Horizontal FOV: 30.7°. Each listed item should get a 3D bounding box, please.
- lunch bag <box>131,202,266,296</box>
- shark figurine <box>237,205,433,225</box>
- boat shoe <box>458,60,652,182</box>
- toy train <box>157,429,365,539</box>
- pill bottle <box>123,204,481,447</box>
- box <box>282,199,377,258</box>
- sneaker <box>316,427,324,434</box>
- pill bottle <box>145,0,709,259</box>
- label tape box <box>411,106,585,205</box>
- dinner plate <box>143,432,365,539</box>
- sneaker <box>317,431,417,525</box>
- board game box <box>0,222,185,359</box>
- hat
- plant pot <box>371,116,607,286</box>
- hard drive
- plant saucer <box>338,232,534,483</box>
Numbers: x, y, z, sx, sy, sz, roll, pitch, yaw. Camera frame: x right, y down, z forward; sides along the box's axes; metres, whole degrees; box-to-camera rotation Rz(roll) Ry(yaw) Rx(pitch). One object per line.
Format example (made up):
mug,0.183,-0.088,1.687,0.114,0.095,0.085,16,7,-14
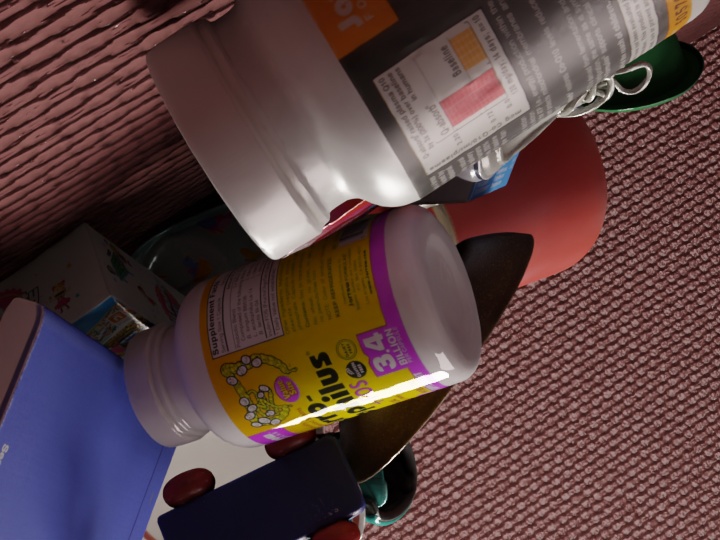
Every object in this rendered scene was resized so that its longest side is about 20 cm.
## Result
lunch bag,-0.114,0.017,1.057,0.198,0.123,0.170,-26,176,-13
shark figurine,-0.011,-0.001,0.916,0.126,0.091,0.214,-2,-177,7
boat shoe,0.126,-0.126,0.758,0.203,0.085,0.075,-57,152,-27
toy train,-0.092,0.177,0.837,0.198,0.085,0.116,-25,163,-4
pill bottle,-0.036,0.041,0.765,0.198,0.105,0.104,-20,-178,20
box,0.025,-0.103,0.666,0.199,0.096,0.100,-33,179,26
sneaker,-0.045,0.072,1.034,0.200,0.074,0.088,112,-5,-65
pill bottle,0.025,-0.097,0.504,0.199,0.117,0.116,-33,178,2
label tape box,0.055,-0.080,0.919,0.197,0.067,0.143,0,-173,17
dinner plate,-0.095,0.166,0.936,0.199,0.200,0.024,-33,-150,26
sneaker,-0.032,0.147,0.980,0.198,0.085,0.120,17,155,-37
board game box,-0.177,0.068,0.877,0.147,0.065,0.200,-33,147,9
hat,0.282,-0.283,1.404,0.165,0.178,0.199,-33,-144,-24
plant pot,0.080,-0.057,1.105,0.177,0.202,0.200,-29,176,-42
hard drive,-0.169,0.111,0.765,0.200,0.025,0.133,52,54,-64
plant saucer,0.041,0.048,0.868,0.201,0.036,0.200,-54,-177,5
